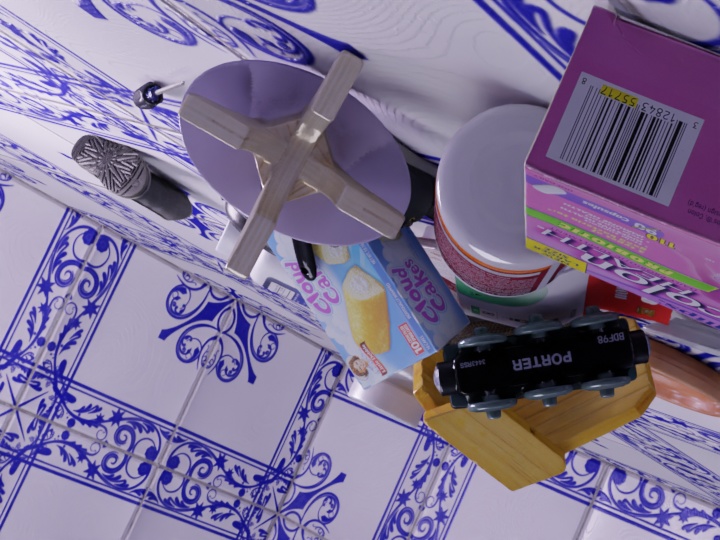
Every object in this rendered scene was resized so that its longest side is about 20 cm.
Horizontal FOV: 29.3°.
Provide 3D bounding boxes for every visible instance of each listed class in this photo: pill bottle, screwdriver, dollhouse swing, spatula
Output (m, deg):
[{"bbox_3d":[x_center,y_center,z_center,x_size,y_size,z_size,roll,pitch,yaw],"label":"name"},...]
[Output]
[{"bbox_3d":[-0.073,-0.023,1.717,0.199,0.120,0.120,26,173,-6],"label":"pill bottle"},{"bbox_3d":[-0.203,-0.184,1.387,0.029,0.028,0.200,56,165,-9],"label":"screwdriver"},{"bbox_3d":[0.066,0.076,1.627,0.109,0.201,0.110,24,173,3],"label":"pill bottle"},{"bbox_3d":[0.179,0.093,1.442,0.181,0.176,0.201,38,-154,-18],"label":"dollhouse swing"},{"bbox_3d":[0.108,-0.042,0.999,0.112,0.114,0.200,24,172,6],"label":"pill bottle"},{"bbox_3d":[-0.071,-0.078,1.254,0.056,0.021,0.201,10,128,45],"label":"spatula"}]

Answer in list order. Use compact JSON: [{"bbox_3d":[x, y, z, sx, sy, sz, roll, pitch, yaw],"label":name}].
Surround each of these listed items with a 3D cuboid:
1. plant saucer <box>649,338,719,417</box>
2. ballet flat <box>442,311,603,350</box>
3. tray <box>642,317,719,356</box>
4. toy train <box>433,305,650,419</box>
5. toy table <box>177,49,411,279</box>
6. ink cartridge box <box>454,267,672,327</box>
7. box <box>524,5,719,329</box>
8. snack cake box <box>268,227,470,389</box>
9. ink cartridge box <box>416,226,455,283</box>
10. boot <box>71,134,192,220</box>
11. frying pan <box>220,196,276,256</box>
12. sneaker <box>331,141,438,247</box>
[{"bbox_3d":[0.349,0.116,1.619,0.199,0.038,0.200,26,172,4],"label":"plant saucer"},{"bbox_3d":[0.168,0.064,1.425,0.198,0.047,0.067,-2,-172,-15],"label":"ballet flat"},{"bbox_3d":[0.374,0.080,1.293,0.199,0.022,0.107,18,178,45],"label":"tray"},{"bbox_3d":[0.165,0.085,1.271,0.198,0.086,0.114,-10,174,1],"label":"toy train"},{"bbox_3d":[-0.049,-0.086,1.062,0.198,0.185,0.117,17,-169,-7],"label":"toy table"},{"bbox_3d":[0.185,0.021,1.253,0.198,0.050,0.161,16,164,12],"label":"ink cartridge box"},{"bbox_3d":[0.190,-0.043,0.786,0.175,0.097,0.200,24,173,11],"label":"box"},{"bbox_3d":[0.000,0.000,1.310,0.115,0.067,0.201,-32,92,43],"label":"snack cake box"},{"bbox_3d":[0.114,-0.018,1.419,0.175,0.045,0.200,29,172,-30],"label":"ink cartridge box"},{"bbox_3d":[-0.319,-0.119,2.046,0.182,0.073,0.200,37,175,40],"label":"boot"},{"bbox_3d":[-0.122,-0.064,1.399,0.189,0.031,0.115,34,-169,7],"label":"frying pan"},{"bbox_3d":[0.020,-0.054,1.230,0.199,0.107,0.075,30,171,-34],"label":"sneaker"}]
